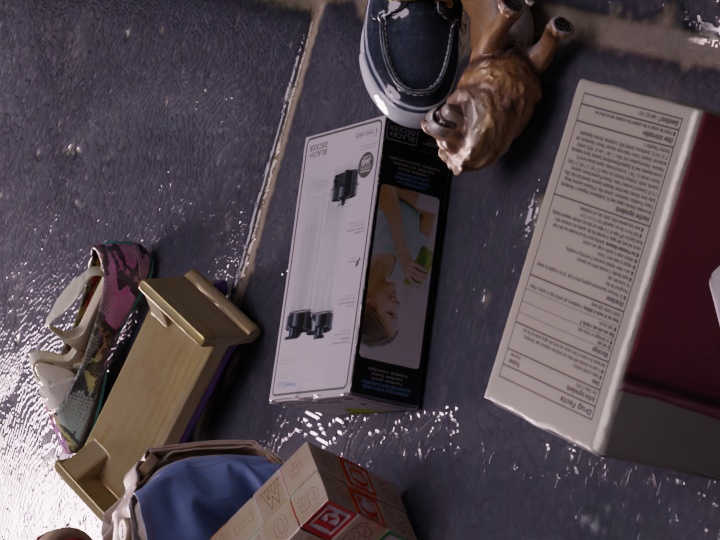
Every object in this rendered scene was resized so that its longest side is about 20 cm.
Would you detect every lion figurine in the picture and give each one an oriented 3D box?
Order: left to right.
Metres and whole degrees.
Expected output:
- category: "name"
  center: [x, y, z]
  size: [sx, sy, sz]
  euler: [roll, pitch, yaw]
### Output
- category: "lion figurine"
  center: [0.093, -0.167, 1.702]
  size: [0.123, 0.072, 0.200]
  euler: [121, 163, -49]

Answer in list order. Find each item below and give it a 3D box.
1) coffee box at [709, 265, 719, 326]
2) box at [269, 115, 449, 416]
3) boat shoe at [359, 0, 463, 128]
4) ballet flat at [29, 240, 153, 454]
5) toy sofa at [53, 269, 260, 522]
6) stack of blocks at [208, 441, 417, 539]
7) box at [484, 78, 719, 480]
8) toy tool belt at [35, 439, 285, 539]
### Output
- category: "coffee box"
  center: [0.277, 0.023, 1.151]
  size: [0.114, 0.200, 0.080]
  euler: [-47, 39, 40]
- category: "box"
  center: [0.000, 0.000, 1.784]
  size: [0.117, 0.060, 0.200]
  euler: [-12, 67, 58]
- category: "boat shoe"
  center: [0.040, -0.202, 1.759]
  size: [0.091, 0.071, 0.201]
  euler: [106, 166, -56]
- category: "ballet flat"
  center: [-0.242, 0.062, 2.167]
  size: [0.069, 0.071, 0.200]
  euler: [47, 119, 55]
- category: "toy sofa"
  center: [-0.153, 0.104, 2.003]
  size: [0.083, 0.098, 0.200]
  euler: [42, 117, 30]
- category: "stack of blocks"
  center: [-0.053, 0.220, 1.724]
  size: [0.200, 0.115, 0.059]
  euler: [-46, 39, 20]
- category: "box"
  center: [0.171, 0.005, 1.436]
  size: [0.128, 0.109, 0.200]
  euler: [25, 100, 60]
- category: "toy tool belt"
  center: [-0.126, 0.185, 1.792]
  size: [0.123, 0.200, 0.125]
  euler: [-19, 83, 56]
